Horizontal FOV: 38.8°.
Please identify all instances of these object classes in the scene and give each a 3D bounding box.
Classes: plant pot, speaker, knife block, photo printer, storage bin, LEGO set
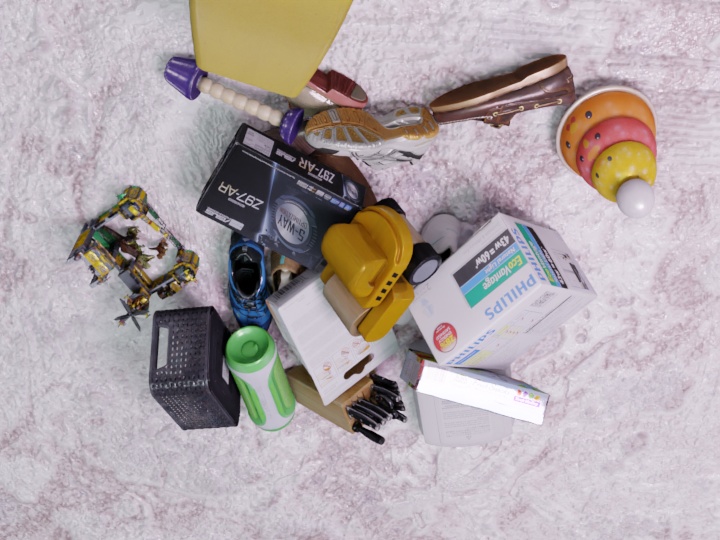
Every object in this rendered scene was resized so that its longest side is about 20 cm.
[{"bbox_3d":[-0.114,-0.338,1.270,0.196,0.202,0.178,16,128,-7],"label":"plant pot"},{"bbox_3d":[-0.157,0.176,1.633,0.087,0.090,0.202,-5,141,6],"label":"speaker"},{"bbox_3d":[-0.025,0.214,1.626,0.196,0.177,0.065,-12,121,11],"label":"knife block"},{"bbox_3d":[0.168,0.201,1.670,0.163,0.070,0.203,-8,121,7],"label":"photo printer"},{"bbox_3d":[-0.251,0.154,1.584,0.092,0.137,0.201,-5,153,7],"label":"storage bin"},{"bbox_3d":[-0.340,-0.011,1.531,0.152,0.117,0.202,-20,120,15],"label":"LEGO set"}]

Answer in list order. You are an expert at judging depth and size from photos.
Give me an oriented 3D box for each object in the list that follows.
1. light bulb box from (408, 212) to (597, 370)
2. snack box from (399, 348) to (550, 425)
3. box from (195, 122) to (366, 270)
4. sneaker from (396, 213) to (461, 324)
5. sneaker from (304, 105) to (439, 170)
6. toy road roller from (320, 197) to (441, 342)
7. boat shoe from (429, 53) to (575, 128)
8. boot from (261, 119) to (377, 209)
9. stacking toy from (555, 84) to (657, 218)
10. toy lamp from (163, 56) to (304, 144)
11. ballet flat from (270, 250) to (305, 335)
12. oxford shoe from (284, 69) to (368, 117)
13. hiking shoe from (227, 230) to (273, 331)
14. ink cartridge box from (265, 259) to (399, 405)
[{"bbox_3d":[0.203,0.037,1.475,0.198,0.126,0.199,-41,152,24],"label":"light bulb box"},{"bbox_3d":[0.167,0.172,1.527,0.197,0.142,0.054,17,91,-7],"label":"snack box"},{"bbox_3d":[-0.113,-0.100,1.439,0.198,0.044,0.160,27,136,-15],"label":"box"},{"bbox_3d":[0.090,0.011,1.549,0.069,0.081,0.202,20,123,-12],"label":"sneaker"},{"bbox_3d":[0.012,-0.170,1.406,0.197,0.077,0.088,-3,146,-24],"label":"sneaker"},{"bbox_3d":[0.000,0.000,1.411,0.145,0.123,0.201,-6,140,-47],"label":"toy road roller"},{"bbox_3d":[0.195,-0.229,1.393,0.197,0.071,0.071,-15,117,12],"label":"boat shoe"},{"bbox_3d":[-0.086,-0.126,1.483,0.145,0.071,0.200,-29,116,27],"label":"boot"},{"bbox_3d":[0.349,-0.141,1.360,0.143,0.201,0.148,-3,127,-4],"label":"stacking toy"},{"bbox_3d":[-0.174,-0.237,1.396,0.197,0.058,0.059,24,122,4],"label":"toy lamp"},{"bbox_3d":[-0.105,0.057,1.590,0.066,0.073,0.203,-1,123,8],"label":"ballet flat"},{"bbox_3d":[-0.090,-0.250,1.396,0.198,0.071,0.075,27,126,-13],"label":"oxford shoe"},{"bbox_3d":[-0.176,0.029,1.567,0.073,0.087,0.203,-2,123,4],"label":"hiking shoe"},{"bbox_3d":[-0.038,0.081,1.574,0.161,0.050,0.202,-36,126,-19],"label":"ink cartridge box"}]
